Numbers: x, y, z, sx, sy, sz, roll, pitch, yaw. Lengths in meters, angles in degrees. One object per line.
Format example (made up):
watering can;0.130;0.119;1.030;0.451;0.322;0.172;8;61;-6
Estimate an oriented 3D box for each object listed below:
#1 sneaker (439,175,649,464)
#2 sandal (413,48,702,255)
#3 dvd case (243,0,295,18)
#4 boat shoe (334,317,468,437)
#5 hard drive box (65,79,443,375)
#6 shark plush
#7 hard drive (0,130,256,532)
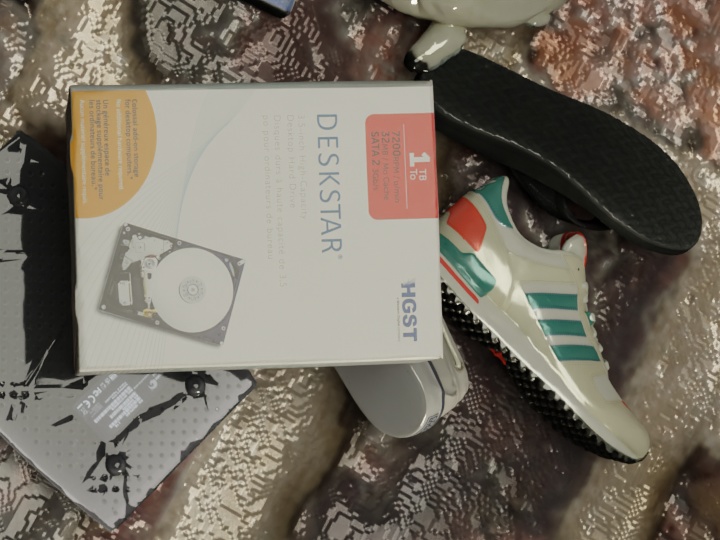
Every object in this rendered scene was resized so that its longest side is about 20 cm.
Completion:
sneaker;0.122;0.028;1.323;0.200;0.070;0.093;45;80;-9
sandal;0.121;-0.070;1.342;0.200;0.048;0.075;31;53;-1
dvd case;-0.072;-0.270;1.301;0.142;0.018;0.201;24;80;-16
boat shoe;0.000;0.000;1.287;0.066;0.072;0.200;-28;82;-49
hard drive box;-0.060;-0.023;1.198;0.199;0.077;0.157;-3;86;-10
shark plush;0.089;-0.197;1.324;0.199;0.083;0.091;-18;133;-14
hard drive;-0.170;0.035;1.235;0.135;0.042;0.200;-46;101;-16
